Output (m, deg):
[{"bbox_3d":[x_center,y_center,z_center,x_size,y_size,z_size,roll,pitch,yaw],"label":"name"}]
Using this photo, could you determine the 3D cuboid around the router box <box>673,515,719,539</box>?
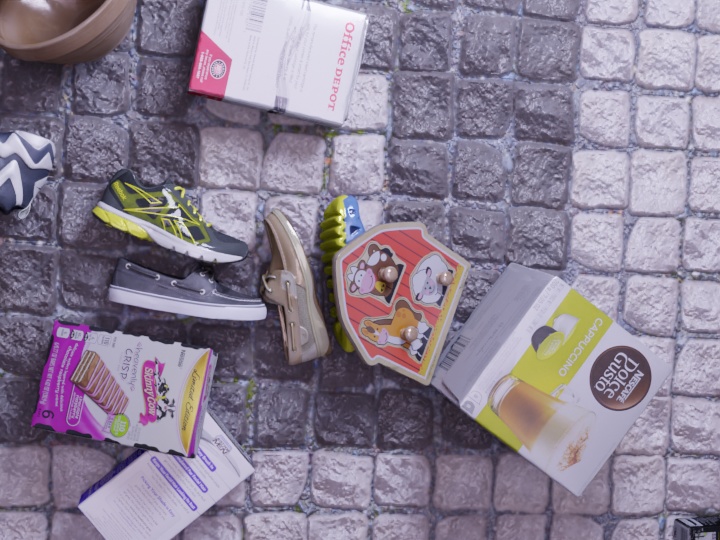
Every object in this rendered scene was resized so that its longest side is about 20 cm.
[{"bbox_3d":[0.510,0.443,1.684,0.149,0.051,0.200,0,94,-11],"label":"router box"}]

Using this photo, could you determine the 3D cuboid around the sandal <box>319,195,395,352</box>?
[{"bbox_3d":[0.000,0.000,1.564,0.087,0.079,0.200,-11,102,-17],"label":"sandal"}]

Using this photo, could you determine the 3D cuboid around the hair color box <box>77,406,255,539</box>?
[{"bbox_3d":[-0.245,0.269,1.542,0.200,0.065,0.109,-38,98,-4],"label":"hair color box"}]

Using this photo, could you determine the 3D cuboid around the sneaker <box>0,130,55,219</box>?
[{"bbox_3d":[-0.481,-0.118,1.468,0.199,0.079,0.130,15,83,-20],"label":"sneaker"}]

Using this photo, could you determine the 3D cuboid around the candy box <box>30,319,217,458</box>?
[{"bbox_3d":[-0.288,0.146,1.492,0.200,0.061,0.137,10,80,4],"label":"candy box"}]

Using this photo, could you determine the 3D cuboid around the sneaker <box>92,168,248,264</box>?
[{"bbox_3d":[-0.229,-0.067,1.517,0.200,0.074,0.085,20,90,-10],"label":"sneaker"}]

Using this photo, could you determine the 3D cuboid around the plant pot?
[{"bbox_3d":[-0.339,-0.316,1.453,0.201,0.201,0.093,-44,143,-4],"label":"plant pot"}]

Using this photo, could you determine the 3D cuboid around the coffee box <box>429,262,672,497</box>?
[{"bbox_3d":[0.233,0.133,1.543,0.198,0.200,0.200,38,88,-10],"label":"coffee box"}]

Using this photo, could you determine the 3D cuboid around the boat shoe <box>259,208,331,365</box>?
[{"bbox_3d":[-0.094,0.023,1.548,0.065,0.072,0.200,-18,102,-11],"label":"boat shoe"}]

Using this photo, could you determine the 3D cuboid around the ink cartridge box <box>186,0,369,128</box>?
[{"bbox_3d":[-0.105,-0.269,1.520,0.200,0.083,0.145,12,91,-10],"label":"ink cartridge box"}]

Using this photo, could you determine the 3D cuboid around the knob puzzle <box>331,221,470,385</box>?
[{"bbox_3d":[0.047,0.028,1.536,0.219,0.030,0.220,0,91,-35],"label":"knob puzzle"}]

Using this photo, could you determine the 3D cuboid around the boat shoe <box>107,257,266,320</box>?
[{"bbox_3d":[-0.215,0.020,1.533,0.200,0.070,0.066,9,94,-2],"label":"boat shoe"}]
